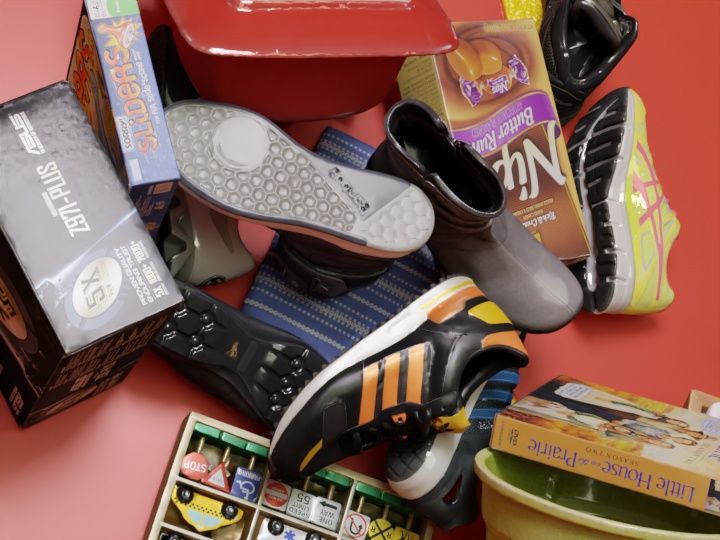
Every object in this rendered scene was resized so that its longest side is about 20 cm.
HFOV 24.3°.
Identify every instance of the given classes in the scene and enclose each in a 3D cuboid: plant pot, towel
[{"bbox_3d":[0.160,0.238,1.160,0.200,0.200,0.185,8,98,-18],"label":"plant pot"},{"bbox_3d":[0.000,0.000,1.287,0.145,0.024,0.200,28,62,-8],"label":"towel"}]

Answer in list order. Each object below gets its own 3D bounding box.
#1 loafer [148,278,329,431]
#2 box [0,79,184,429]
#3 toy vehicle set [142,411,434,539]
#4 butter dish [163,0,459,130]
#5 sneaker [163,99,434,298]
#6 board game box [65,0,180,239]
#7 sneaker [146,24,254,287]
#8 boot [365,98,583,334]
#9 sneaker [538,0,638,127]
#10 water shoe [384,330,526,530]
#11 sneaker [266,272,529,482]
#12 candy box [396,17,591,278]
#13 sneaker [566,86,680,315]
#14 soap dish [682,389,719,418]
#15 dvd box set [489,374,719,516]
[{"bbox_3d":[-0.088,0.062,1.202,0.200,0.070,0.068,33,83,-25],"label":"loafer"},{"bbox_3d":[-0.210,-0.004,1.103,0.086,0.200,0.164,-25,82,-25],"label":"box"},{"bbox_3d":[-0.051,0.193,1.191,0.200,0.027,0.124,22,65,-13],"label":"toy vehicle set"},{"bbox_3d":[-0.058,-0.166,1.202,0.200,0.148,0.200,-4,43,-21],"label":"butter dish"},{"bbox_3d":[-0.062,-0.045,1.188,0.202,0.146,0.077,24,72,-9],"label":"sneaker"},{"bbox_3d":[-0.169,-0.087,1.148,0.034,0.200,0.136,-11,75,-18],"label":"board game box"},{"bbox_3d":[-0.121,-0.084,1.244,0.088,0.074,0.200,-1,79,-27],"label":"sneaker"},{"bbox_3d":[0.085,-0.031,1.186,0.200,0.132,0.070,37,78,-1],"label":"boot"},{"bbox_3d":[0.193,-0.221,1.387,0.076,0.114,0.200,27,62,-12],"label":"sneaker"},{"bbox_3d":[0.084,0.108,1.251,0.079,0.071,0.200,50,50,-20],"label":"water shoe"},{"bbox_3d":[0.028,0.091,1.162,0.200,0.070,0.090,-39,65,-14],"label":"sneaker"},{"bbox_3d":[0.103,-0.095,1.314,0.117,0.056,0.200,-9,84,-36],"label":"candy box"},{"bbox_3d":[0.219,-0.052,1.365,0.090,0.078,0.200,14,70,-28],"label":"sneaker"},{"bbox_3d":[0.299,0.212,1.289,0.157,0.081,0.200,21,65,-13],"label":"soap dish"},{"bbox_3d":[0.211,0.126,1.200,0.146,0.200,0.029,-17,119,-62],"label":"dvd box set"}]
